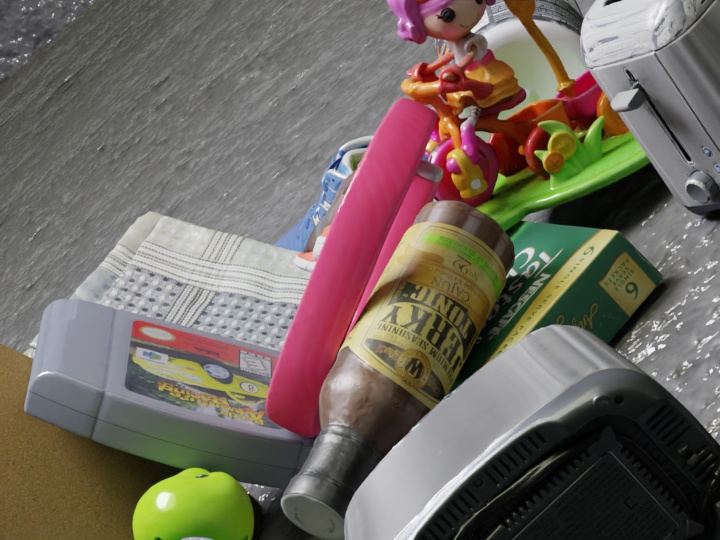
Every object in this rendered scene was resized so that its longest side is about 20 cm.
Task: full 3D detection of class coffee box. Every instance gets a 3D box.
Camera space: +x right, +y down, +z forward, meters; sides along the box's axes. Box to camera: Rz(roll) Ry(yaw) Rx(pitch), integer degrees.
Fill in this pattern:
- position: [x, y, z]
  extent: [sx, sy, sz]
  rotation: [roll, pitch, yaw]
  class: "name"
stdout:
- position: [0.079, 0.026, 1.303]
  extent: [0.123, 0.044, 0.200]
  rotation: [-47, 18, -10]
  class: "coffee box"

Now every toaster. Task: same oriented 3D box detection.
- position: [0.080, 0.104, 0.996]
  extent: [0.200, 0.114, 0.129]
  rotation: [-44, 16, 3]
  class: "toaster"
- position: [0.215, -0.136, 1.246]
  extent: [0.200, 0.129, 0.114]
  rotation: [-51, 20, -22]
  class: "toaster"

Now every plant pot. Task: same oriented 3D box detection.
- position: [-0.194, 0.139, 1.381]
  extent: [0.186, 0.200, 0.186]
  rotation: [-37, 19, 15]
  class: "plant pot"

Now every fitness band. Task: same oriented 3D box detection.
- position: [0.000, 0.000, 1.273]
  extent: [0.144, 0.037, 0.200]
  rotation: [-52, -16, -69]
  class: "fitness band"

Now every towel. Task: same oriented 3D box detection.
- position: [-0.114, 0.038, 1.541]
  extent: [0.200, 0.035, 0.193]
  rotation: [13, 49, 25]
  class: "towel"

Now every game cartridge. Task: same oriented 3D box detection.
- position: [-0.095, 0.076, 1.338]
  extent: [0.133, 0.200, 0.041]
  rotation: [-96, 22, -65]
  class: "game cartridge"

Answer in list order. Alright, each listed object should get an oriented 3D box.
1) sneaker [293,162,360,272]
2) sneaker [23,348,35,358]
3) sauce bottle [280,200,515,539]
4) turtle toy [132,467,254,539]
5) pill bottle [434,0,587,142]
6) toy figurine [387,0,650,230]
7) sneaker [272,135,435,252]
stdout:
- position: [0.010, -0.027, 1.451]
  extent: [0.200, 0.077, 0.082]
  rotation: [159, 133, -82]
  class: "sneaker"
- position: [-0.289, 0.141, 1.734]
  extent: [0.200, 0.099, 0.078]
  rotation: [-53, 20, -27]
  class: "sneaker"
- position: [0.019, 0.053, 1.211]
  extent: [0.065, 0.065, 0.200]
  rotation: [-20, 36, 51]
  class: "sauce bottle"
- position: [-0.099, 0.191, 1.217]
  extent: [0.146, 0.101, 0.200]
  rotation: [-31, 22, 33]
  class: "turtle toy"
- position: [0.105, -0.147, 1.541]
  extent: [0.106, 0.106, 0.200]
  rotation: [-39, 18, 13]
  class: "pill bottle"
- position: [0.080, -0.133, 1.356]
  extent: [0.200, 0.184, 0.150]
  rotation: [-30, 14, -15]
  class: "toy figurine"
- position: [0.000, -0.051, 1.594]
  extent: [0.200, 0.077, 0.076]
  rotation: [-31, 23, 37]
  class: "sneaker"
